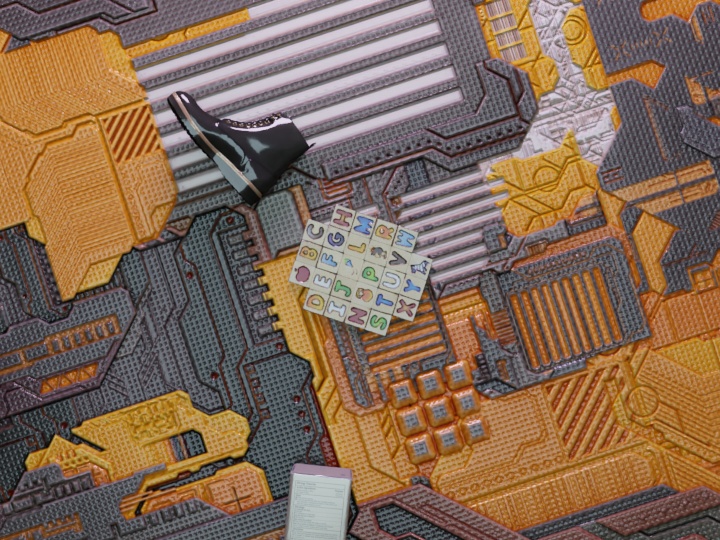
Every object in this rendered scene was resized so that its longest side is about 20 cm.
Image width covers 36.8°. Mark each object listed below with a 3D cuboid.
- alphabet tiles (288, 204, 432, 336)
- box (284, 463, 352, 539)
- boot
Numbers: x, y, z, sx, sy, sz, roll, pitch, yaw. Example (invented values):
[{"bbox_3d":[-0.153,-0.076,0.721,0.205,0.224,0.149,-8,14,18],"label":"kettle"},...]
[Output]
[{"bbox_3d":[0.000,0.000,1.637,0.200,0.006,0.167,18,91,0],"label":"alphabet tiles"},{"bbox_3d":[-0.066,0.394,1.602,0.095,0.078,0.200,7,90,0],"label":"box"},{"bbox_3d":[-0.178,-0.215,1.611,0.138,0.077,0.200,-41,103,-4],"label":"boot"}]
